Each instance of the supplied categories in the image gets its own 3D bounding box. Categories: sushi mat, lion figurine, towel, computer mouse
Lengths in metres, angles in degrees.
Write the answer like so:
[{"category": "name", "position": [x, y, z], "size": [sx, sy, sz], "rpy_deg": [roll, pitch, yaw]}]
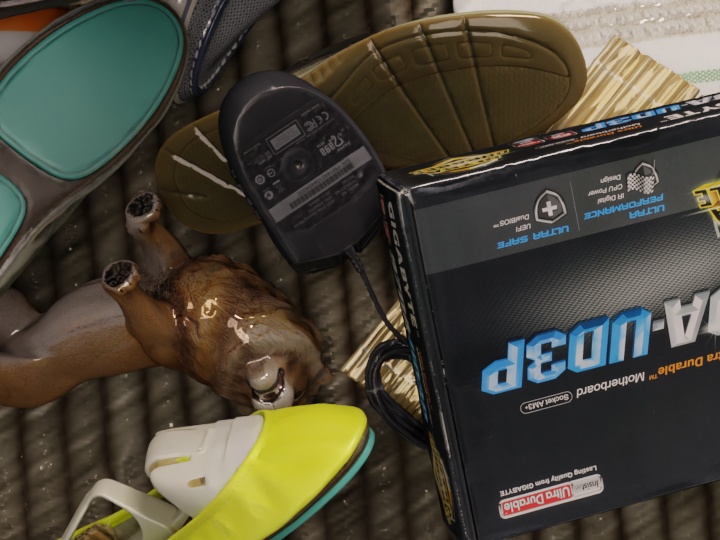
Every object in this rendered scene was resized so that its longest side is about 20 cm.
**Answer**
[{"category": "sushi mat", "position": [0.090, -0.002, 1.003], "size": [0.096, 0.012, 0.200], "rpy_deg": [40, 93, 2]}, {"category": "lion figurine", "position": [-0.121, 0.029, 1.024], "size": [0.200, 0.123, 0.073], "rpy_deg": [-5, 55, 21]}, {"category": "towel", "position": [0.119, -0.078, 1.023], "size": [0.149, 0.031, 0.200], "rpy_deg": [-5, 90, 3]}, {"category": "computer mouse", "position": [0.000, 0.000, 0.976], "size": [0.059, 0.034, 0.200], "rpy_deg": [-31, 105, -7]}]

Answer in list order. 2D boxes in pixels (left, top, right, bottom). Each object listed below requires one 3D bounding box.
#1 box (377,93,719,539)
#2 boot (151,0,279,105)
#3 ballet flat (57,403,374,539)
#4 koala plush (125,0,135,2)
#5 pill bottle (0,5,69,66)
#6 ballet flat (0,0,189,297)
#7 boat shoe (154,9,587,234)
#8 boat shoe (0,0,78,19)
[{"category": "box", "position": [0.119, 0.015, 0.958], "size": [0.200, 0.046, 0.159], "rpy_deg": [-13, 103, -10]}, {"category": "boot", "position": [-0.023, -0.154, 1.005], "size": [0.090, 0.073, 0.200], "rpy_deg": [26, 94, 9]}, {"category": "ballet flat", "position": [-0.082, 0.108, 0.995], "size": [0.067, 0.067, 0.200], "rpy_deg": [41, 124, -17]}, {"category": "koala plush", "position": [-0.041, -0.198, 0.899], "size": [0.184, 0.200, 0.177], "rpy_deg": [-39, 79, 35]}, {"category": "pill bottle", "position": [-0.191, -0.188, 1.000], "size": [0.113, 0.113, 0.200], "rpy_deg": [-3, 92, 6]}, {"category": "ballet flat", "position": [-0.152, -0.041, 0.969], "size": [0.067, 0.064, 0.200], "rpy_deg": [40, 74, -8]}, {"category": "boat shoe", "position": [0.004, -0.075, 1.000], "size": [0.201, 0.066, 0.072], "rpy_deg": [-19, 110, 15]}, {"category": "boat shoe", "position": [-0.148, -0.137, 0.926], "size": [0.200, 0.057, 0.067], "rpy_deg": [-23, 99, -19]}]
